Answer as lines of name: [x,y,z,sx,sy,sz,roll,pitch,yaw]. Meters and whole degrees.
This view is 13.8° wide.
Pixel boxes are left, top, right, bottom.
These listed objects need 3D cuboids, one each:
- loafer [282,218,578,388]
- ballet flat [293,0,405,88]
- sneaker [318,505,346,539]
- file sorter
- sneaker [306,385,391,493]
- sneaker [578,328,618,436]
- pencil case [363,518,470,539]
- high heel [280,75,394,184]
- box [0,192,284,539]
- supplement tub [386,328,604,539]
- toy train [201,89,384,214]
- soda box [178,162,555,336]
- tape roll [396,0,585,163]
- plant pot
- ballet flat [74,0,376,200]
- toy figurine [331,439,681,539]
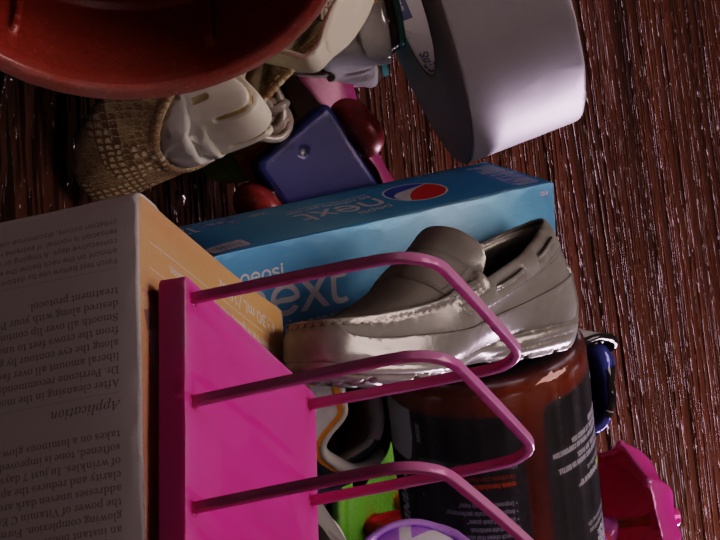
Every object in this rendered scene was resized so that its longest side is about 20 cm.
loafer: [0.032,0.015,1.404,0.200,0.070,0.070,-12,97,-54]
ballet flat: [-0.016,-0.127,1.546,0.200,0.069,0.070,-151,-131,-87]
sneaker: [-0.018,0.149,1.346,0.201,0.074,0.080,56,-27,25]
file sorter: [0.001,0.110,1.221,0.139,0.125,0.201,45,38,-57]
sneaker: [-0.019,0.083,1.550,0.200,0.079,0.079,27,53,-76]
sneaker: [0.091,0.064,1.755,0.199,0.114,0.081,-114,-144,-85]
pencil case: [0.013,0.200,1.488,0.086,0.084,0.200,-47,165,-31]
high heel: [-0.015,-0.043,1.691,0.096,0.067,0.201,-19,92,-60]
box: [-0.106,0.093,1.279,0.152,0.106,0.201,41,41,-60]
supplement tub: [0.072,0.126,1.535,0.107,0.106,0.201,-57,144,-63]
toy train: [-0.049,-0.061,1.539,0.085,0.116,0.200,-42,119,-17]
soda box: [0.000,0.000,1.476,0.199,0.064,0.068,-13,108,-28]
tape roll: [0.049,-0.160,1.530,0.200,0.066,0.201,159,-90,-83]
plant pot: [-0.106,-0.217,1.347,0.196,0.200,0.201,-93,160,-44]
ballet flat: [-0.053,-0.103,1.405,0.065,0.200,0.071,39,-3,39]
toy figurine: [0.086,0.155,1.668,0.200,0.183,0.151,-26,104,-69]
